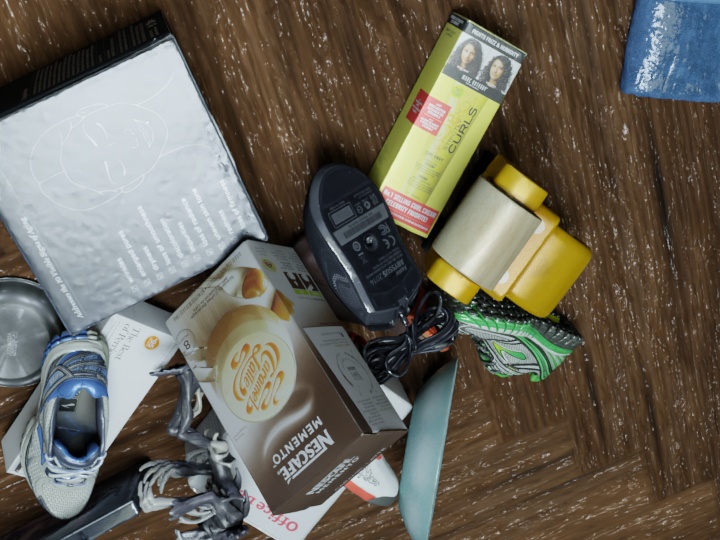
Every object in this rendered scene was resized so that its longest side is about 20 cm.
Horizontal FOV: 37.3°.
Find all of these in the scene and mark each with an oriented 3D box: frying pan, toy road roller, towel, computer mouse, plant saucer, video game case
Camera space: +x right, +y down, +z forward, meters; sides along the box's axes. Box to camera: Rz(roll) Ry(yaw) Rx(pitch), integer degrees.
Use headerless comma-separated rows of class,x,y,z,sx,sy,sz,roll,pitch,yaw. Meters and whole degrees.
frying pan,-0.303,0.080,1.036,0.188,0.031,0.116,28,105,-20
toy road roller,0.148,-0.022,1.017,0.145,0.200,0.124,35,101,-2
towel,0.322,-0.265,1.043,0.110,0.049,0.203,2,112,-14
computer mouse,0.000,0.000,0.989,0.137,0.052,0.203,-26,92,-38
plant saucer,0.066,0.186,1.092,0.038,0.201,0.204,9,111,6
video game case,-0.298,0.257,1.046,0.198,0.143,0.019,-30,98,-2

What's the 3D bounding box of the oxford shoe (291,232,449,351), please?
oxford shoe,0.009,0.026,1.080,0.199,0.072,0.072,40,118,-20

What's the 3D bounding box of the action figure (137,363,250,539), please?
action figure,-0.158,0.188,0.990,0.100,0.119,0.204,-10,89,-14

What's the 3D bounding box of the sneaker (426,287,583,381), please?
sneaker,0.144,0.071,1.107,0.198,0.078,0.086,21,110,-33

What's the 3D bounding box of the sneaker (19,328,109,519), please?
sneaker,-0.266,0.157,0.968,0.076,0.085,0.203,-1,122,-21

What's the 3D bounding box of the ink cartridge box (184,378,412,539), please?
ink cartridge box,-0.067,0.159,1.096,0.147,0.086,0.201,37,101,-22

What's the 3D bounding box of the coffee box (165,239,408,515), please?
coffee box,-0.066,0.089,0.917,0.114,0.201,0.079,-43,156,19

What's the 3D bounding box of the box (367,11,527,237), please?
box,0.076,-0.139,1.029,0.074,0.050,0.202,24,105,-22

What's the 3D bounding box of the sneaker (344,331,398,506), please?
sneaker,-0.007,0.133,1.016,0.108,0.067,0.201,-44,109,8

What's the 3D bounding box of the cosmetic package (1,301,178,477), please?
cosmetic package,-0.260,0.118,1.032,0.082,0.051,0.201,24,109,-38

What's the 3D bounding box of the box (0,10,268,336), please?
box,-0.213,-0.086,0.935,0.194,0.124,0.202,-26,116,-4
